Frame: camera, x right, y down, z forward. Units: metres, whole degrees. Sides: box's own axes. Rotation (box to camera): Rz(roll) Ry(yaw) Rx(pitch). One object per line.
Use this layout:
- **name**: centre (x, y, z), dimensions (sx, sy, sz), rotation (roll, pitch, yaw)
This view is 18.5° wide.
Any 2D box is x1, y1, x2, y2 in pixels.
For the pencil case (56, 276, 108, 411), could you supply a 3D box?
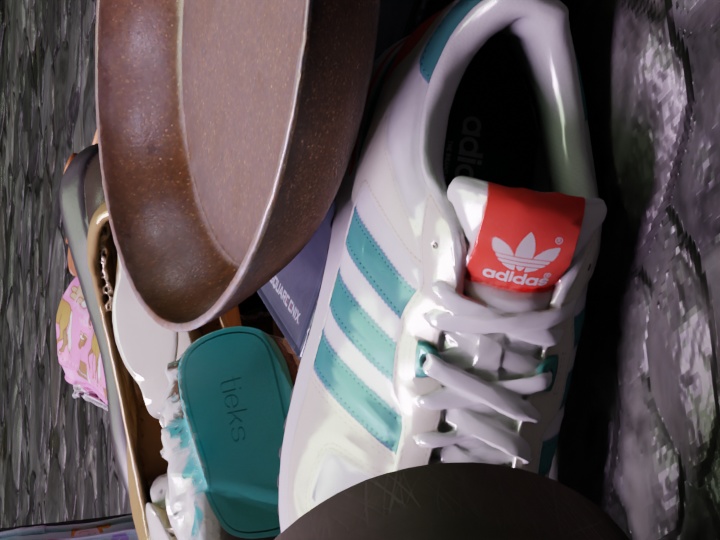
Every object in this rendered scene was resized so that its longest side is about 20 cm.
- **pencil case**: centre (-0.090, 0.034, 1.024), dimensions (0.200, 0.082, 0.087), rotation (-167, 79, -74)

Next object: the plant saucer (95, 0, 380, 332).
- **plant saucer**: centre (-0.038, -0.082, 0.666), dimensions (0.200, 0.034, 0.202), rotation (-177, 90, -68)

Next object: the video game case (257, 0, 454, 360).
- **video game case**: centre (-0.002, -0.088, 0.730), dimensions (0.143, 0.019, 0.202), rotation (-127, 52, -61)

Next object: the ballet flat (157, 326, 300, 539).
- **ballet flat**: centre (-0.026, 0.106, 0.719), dimensions (0.201, 0.071, 0.072), rotation (-99, 18, -44)

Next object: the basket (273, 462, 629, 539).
- **basket**: centre (0.033, 0.141, 0.466), dimensions (0.181, 0.135, 0.201), rotation (-56, 23, 21)

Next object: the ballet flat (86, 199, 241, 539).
- **ballet flat**: centre (-0.066, 0.063, 0.825), dimensions (0.063, 0.068, 0.202), rotation (-26, -79, -77)

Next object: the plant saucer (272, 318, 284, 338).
- **plant saucer**: centre (0.000, 0.000, 0.787), dimensions (0.200, 0.032, 0.203), rotation (180, 90, -75)

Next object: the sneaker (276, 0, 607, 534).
- **sneaker**: centre (0.025, 0.017, 0.593), dimensions (0.093, 0.070, 0.202), rotation (136, 142, -70)

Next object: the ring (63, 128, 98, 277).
- **ring**: centre (-0.101, -0.092, 1.038), dimensions (0.200, 0.019, 0.202), rotation (21, -90, -88)

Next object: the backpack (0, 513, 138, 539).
- **backpack**: centre (-0.141, 0.218, 1.026), dimensions (0.151, 0.176, 0.202), rotation (119, 145, -69)

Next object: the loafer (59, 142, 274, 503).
- **loafer**: centre (-0.062, 0.036, 0.882), dimensions (0.071, 0.073, 0.202), rotation (-25, 85, 46)
